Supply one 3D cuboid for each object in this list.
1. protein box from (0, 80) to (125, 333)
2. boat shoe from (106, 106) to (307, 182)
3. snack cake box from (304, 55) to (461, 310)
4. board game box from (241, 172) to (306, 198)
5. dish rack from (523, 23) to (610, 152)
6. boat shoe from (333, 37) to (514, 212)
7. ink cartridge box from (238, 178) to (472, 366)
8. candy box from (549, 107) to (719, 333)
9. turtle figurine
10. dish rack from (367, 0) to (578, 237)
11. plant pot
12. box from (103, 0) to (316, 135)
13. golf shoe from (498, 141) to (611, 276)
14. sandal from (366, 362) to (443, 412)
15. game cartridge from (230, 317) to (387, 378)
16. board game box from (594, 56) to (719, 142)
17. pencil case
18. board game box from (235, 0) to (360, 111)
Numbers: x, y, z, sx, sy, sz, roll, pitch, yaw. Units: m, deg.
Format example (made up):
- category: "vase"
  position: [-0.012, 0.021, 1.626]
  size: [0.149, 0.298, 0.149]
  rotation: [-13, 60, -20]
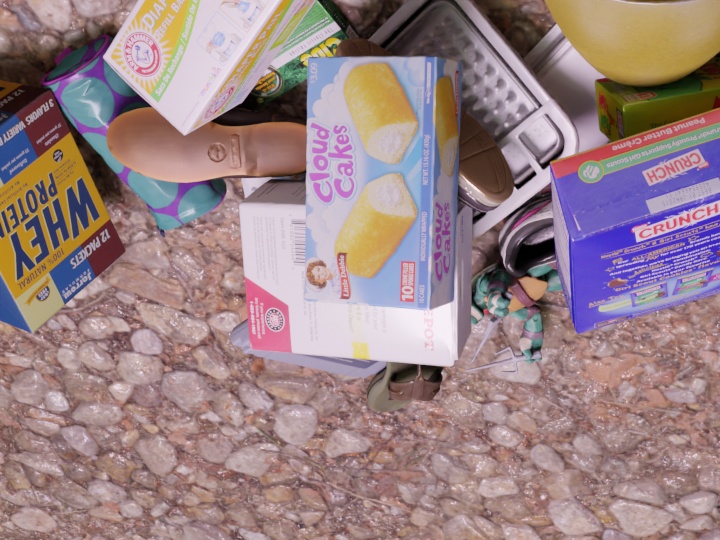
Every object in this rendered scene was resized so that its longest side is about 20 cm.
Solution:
- category: "protein box"
  position: [-0.376, -0.073, 1.216]
  size: [0.199, 0.135, 0.199]
  rotation: [14, 137, 37]
- category: "boat shoe"
  position: [-0.135, -0.119, 1.155]
  size: [0.199, 0.070, 0.071]
  rotation: [6, 105, -3]
- category: "snack cake box"
  position: [0.018, -0.073, 1.006]
  size: [0.114, 0.067, 0.201]
  rotation: [3, 97, 23]
- category: "board game box"
  position: [-0.023, -0.061, 1.253]
  size: [0.199, 0.026, 0.201]
  rotation: [1, 129, 13]
- category: "dish rack"
  position: [0.218, -0.141, 1.114]
  size: [0.171, 0.044, 0.200]
  rotation: [33, 131, -14]
- category: "boat shoe"
  position: [0.047, -0.118, 1.069]
  size: [0.200, 0.072, 0.065]
  rotation: [42, 133, 9]
- category: "ink cartridge box"
  position: [0.000, 0.000, 1.118]
  size: [0.199, 0.083, 0.146]
  rotation: [4, 110, 16]
- category: "candy box"
  position: [0.242, -0.037, 0.989]
  size: [0.168, 0.077, 0.200]
  rotation: [-16, 155, 3]
- category: "turtle figurine"
  position: [0.161, 0.025, 1.226]
  size: [0.199, 0.101, 0.150]
  rotation: [-31, 154, 19]
- category: "dish rack"
  position: [0.090, -0.146, 1.108]
  size: [0.200, 0.044, 0.171]
  rotation: [49, 129, -3]
- category: "plant pot"
  position: [0.226, -0.229, 0.956]
  size: [0.199, 0.201, 0.142]
  rotation: [4, 148, 11]
- category: "box"
  position: [-0.113, -0.230, 1.051]
  size: [0.101, 0.112, 0.200]
  rotation: [43, 124, 2]
- category: "golf shoe"
  position: [0.212, -0.054, 1.101]
  size: [0.199, 0.092, 0.073]
  rotation: [-30, 116, 32]
- category: "sandal"
  position: [0.059, 0.120, 1.325]
  size: [0.079, 0.058, 0.201]
  rotation: [-3, 153, -13]
- category: "game cartridge"
  position: [-0.019, 0.063, 1.293]
  size: [0.199, 0.042, 0.133]
  rotation: [17, 139, -40]
- category: "board game box"
  position: [0.303, -0.143, 1.010]
  size: [0.199, 0.102, 0.048]
  rotation: [-11, 110, 1]
- category: "pencil case"
  position: [-0.221, -0.132, 1.206]
  size: [0.085, 0.092, 0.200]
  rotation: [-39, 117, -5]
- category: "board game box"
  position: [-0.107, -0.205, 1.156]
  size: [0.199, 0.024, 0.105]
  rotation: [-25, 118, 31]
